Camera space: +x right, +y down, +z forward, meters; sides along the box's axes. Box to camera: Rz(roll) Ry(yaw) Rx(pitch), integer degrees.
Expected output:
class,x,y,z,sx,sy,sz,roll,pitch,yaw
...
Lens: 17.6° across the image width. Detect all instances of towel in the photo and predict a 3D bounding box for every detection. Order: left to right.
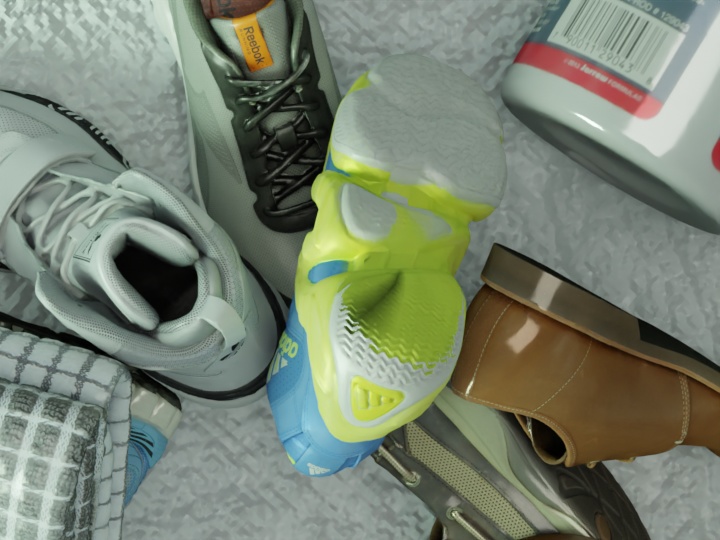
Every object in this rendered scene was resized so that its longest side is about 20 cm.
class,x,y,z,sx,sy,sz,roll,pitch,yaw
towel,-0.182,0.113,0.908,0.165,0.086,0.200,12,117,6

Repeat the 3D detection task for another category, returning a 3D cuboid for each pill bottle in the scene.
class,x,y,z,sx,sy,sz,roll,pitch,yaw
pill bottle,0.157,-0.127,0.970,0.119,0.120,0.200,32,88,-7

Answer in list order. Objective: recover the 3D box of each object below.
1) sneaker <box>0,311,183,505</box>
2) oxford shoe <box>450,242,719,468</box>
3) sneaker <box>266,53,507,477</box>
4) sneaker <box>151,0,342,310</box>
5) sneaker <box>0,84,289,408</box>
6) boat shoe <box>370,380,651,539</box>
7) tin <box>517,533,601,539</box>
class,x,y,z,sx,sy,sz,roll,pitch,yaw
sneaker,-0.178,0.055,0.958,0.200,0.078,0.090,22,93,-7
oxford shoe,0.105,0.052,0.966,0.200,0.071,0.071,25,93,-41
sneaker,0.000,0.000,0.927,0.076,0.200,0.105,27,130,-8
sneaker,-0.041,-0.068,0.969,0.074,0.079,0.201,-20,96,-8
sneaker,-0.114,-0.022,0.928,0.200,0.115,0.075,36,84,8
boat shoe,0.062,0.101,1.000,0.073,0.075,0.200,-35,100,19
tin,0.048,0.186,0.975,0.200,0.042,0.112,-31,99,18
